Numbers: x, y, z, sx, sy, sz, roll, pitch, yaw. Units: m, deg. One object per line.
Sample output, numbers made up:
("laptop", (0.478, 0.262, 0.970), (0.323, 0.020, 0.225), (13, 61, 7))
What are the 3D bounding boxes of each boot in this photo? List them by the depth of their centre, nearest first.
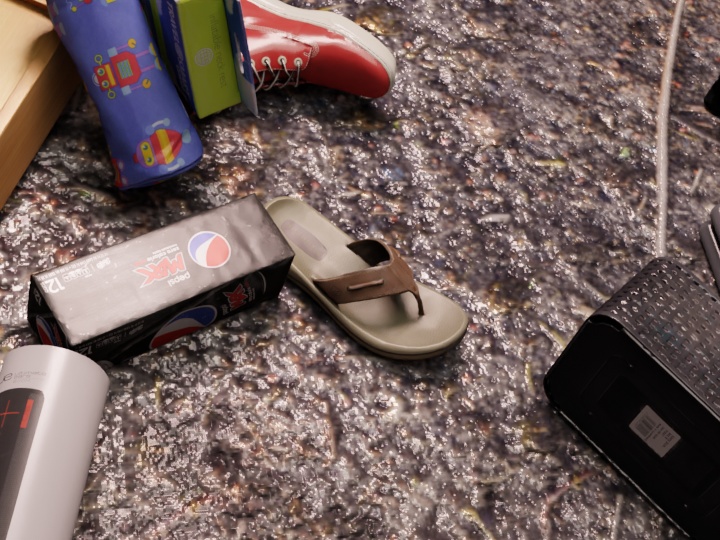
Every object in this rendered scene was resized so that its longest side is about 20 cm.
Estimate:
("boot", (-0.078, -0.169, 1.227), (0.199, 0.073, 0.145), (22, 53, 7))

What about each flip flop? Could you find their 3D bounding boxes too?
("flip flop", (0.000, 0.000, 1.142), (0.200, 0.058, 0.081), (38, 54, 9))

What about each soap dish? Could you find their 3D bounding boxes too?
("soap dish", (-0.321, -0.158, 1.130), (0.156, 0.081, 0.201), (23, 54, -2))

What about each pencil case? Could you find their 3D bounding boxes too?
("pencil case", (-0.193, -0.162, 1.120), (0.078, 0.087, 0.201), (-22, 103, -5))

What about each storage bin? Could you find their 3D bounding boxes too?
("storage bin", (0.259, 0.107, 1.104), (0.200, 0.135, 0.094), (44, 55, 13))

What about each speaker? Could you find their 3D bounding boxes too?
("speaker", (-0.229, 0.153, 0.951), (0.081, 0.081, 0.201), (14, 54, -8))

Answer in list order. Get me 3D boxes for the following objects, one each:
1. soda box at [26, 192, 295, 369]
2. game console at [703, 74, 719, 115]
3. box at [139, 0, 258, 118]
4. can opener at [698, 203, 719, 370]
("soda box", (-0.153, 0.012, 1.081), (0.199, 0.063, 0.071), (-23, 67, -29))
("game console", (0.451, -0.160, 1.361), (0.199, 0.117, 0.176), (36, 54, 7))
("box", (-0.153, -0.217, 1.138), (0.047, 0.122, 0.200), (-25, 51, -16))
("can opener", (0.336, 0.030, 1.234), (0.066, 0.053, 0.201), (4, 56, -15))
